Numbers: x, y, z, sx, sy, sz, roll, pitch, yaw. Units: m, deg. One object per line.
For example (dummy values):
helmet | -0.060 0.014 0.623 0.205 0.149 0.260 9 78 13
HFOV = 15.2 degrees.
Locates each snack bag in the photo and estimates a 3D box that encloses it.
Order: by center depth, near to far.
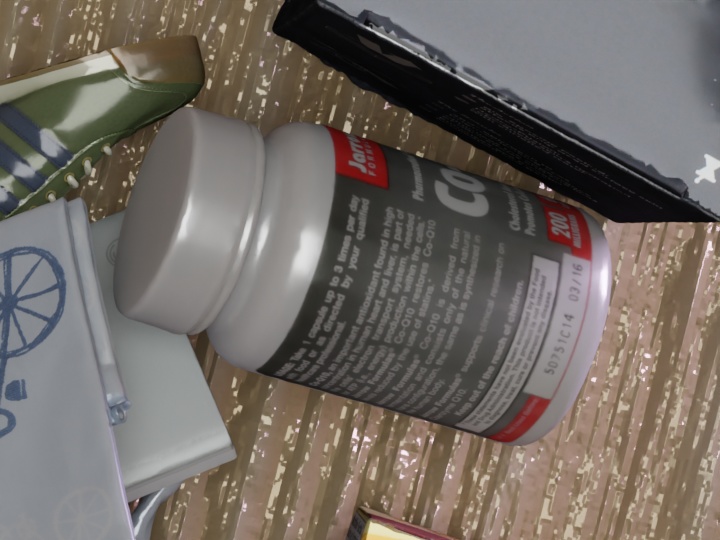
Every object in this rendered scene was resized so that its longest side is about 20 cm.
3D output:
snack bag | -0.184 0.085 1.168 0.188 0.021 0.200 -21 66 13

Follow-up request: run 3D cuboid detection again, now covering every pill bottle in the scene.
pill bottle | 0.000 0.000 1.212 0.200 0.114 0.114 17 90 -19

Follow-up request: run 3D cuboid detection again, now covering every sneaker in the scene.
sneaker | -0.160 -0.040 1.238 0.200 0.067 0.090 -15 88 1

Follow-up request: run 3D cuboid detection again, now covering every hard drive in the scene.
hard drive | -0.173 0.065 1.234 0.200 0.026 0.132 -22 65 -5

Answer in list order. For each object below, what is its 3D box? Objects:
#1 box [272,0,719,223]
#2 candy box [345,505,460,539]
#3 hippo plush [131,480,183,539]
box | 0.080 -0.115 1.200 0.197 0.200 0.118 28 88 -7
candy box | 0.021 0.225 1.274 0.115 0.055 0.200 20 89 -7
hippo plush | -0.139 0.211 1.227 0.159 0.200 0.161 -11 120 15
